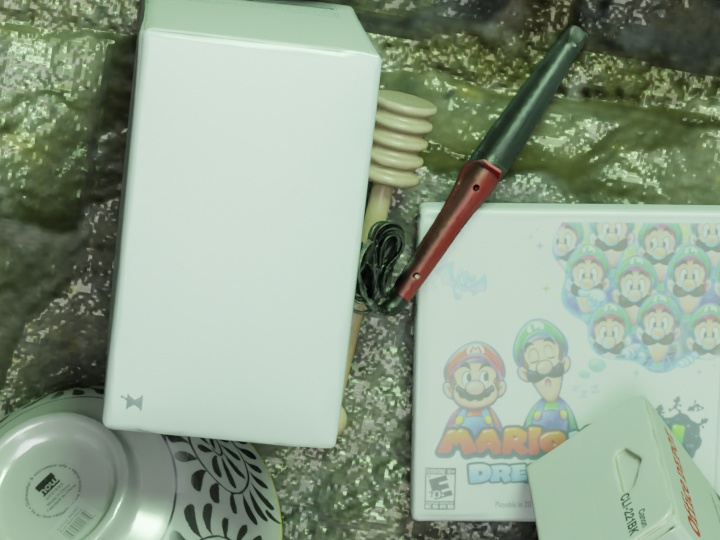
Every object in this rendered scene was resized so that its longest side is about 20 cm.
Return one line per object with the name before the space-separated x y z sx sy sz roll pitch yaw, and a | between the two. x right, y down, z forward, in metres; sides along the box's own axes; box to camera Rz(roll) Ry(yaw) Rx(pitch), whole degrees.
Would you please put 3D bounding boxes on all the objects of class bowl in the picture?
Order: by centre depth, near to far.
bowl | -0.150 0.134 1.348 0.201 0.201 0.094 -24 146 2

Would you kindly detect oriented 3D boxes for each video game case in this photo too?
video game case | 0.129 0.053 1.440 0.200 0.024 0.182 1 102 -3

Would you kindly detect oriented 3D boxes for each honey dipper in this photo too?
honey dipper | 0.000 0.000 1.416 0.038 0.038 0.200 13 104 -6

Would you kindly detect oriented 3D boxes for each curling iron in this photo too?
curling iron | 0.060 -0.055 1.391 0.200 0.026 0.050 -49 128 -6

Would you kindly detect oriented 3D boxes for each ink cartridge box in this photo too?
ink cartridge box | 0.181 0.188 1.392 0.084 0.144 0.200 -32 112 12

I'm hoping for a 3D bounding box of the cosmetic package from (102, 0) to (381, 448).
cosmetic package | -0.064 -0.034 1.319 0.123 0.200 0.199 6 103 -4
